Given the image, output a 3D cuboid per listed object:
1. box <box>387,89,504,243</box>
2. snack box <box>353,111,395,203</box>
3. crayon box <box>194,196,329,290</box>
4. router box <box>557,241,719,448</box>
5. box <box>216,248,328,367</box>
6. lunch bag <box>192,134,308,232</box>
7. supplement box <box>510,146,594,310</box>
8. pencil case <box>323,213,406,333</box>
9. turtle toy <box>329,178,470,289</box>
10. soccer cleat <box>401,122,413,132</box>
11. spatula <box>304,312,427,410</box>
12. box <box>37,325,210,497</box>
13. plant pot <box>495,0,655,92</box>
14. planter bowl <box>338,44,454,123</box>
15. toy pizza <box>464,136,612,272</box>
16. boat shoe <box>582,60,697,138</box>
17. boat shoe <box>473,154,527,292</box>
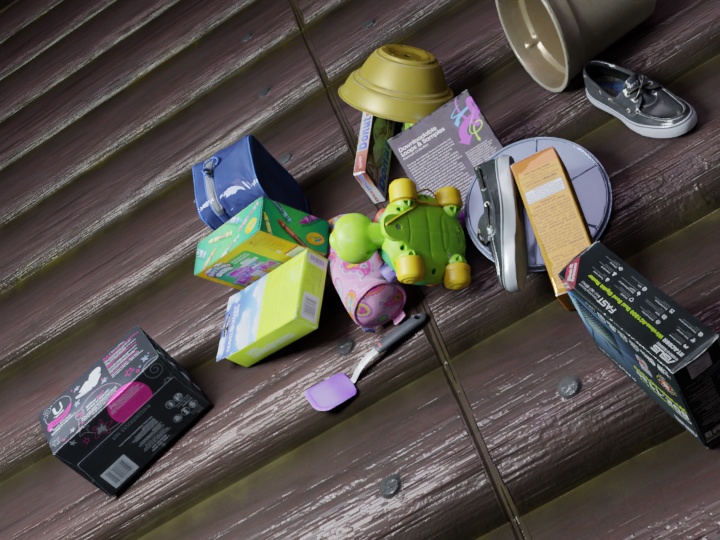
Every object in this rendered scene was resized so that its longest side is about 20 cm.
[{"bbox_3d":[0.145,-0.147,1.377,0.143,0.036,0.200,-31,67,9],"label":"box"},{"bbox_3d":[0.025,-0.206,1.549,0.024,0.072,0.200,-14,46,25],"label":"snack box"},{"bbox_3d":[-0.152,-0.032,1.427,0.200,0.119,0.058,-28,51,47],"label":"crayon box"},{"bbox_3d":[0.312,0.077,1.017,0.062,0.150,0.200,-39,40,-1],"label":"router box"},{"bbox_3d":[-0.131,0.061,1.394,0.200,0.048,0.122,-30,41,42],"label":"box"},{"bbox_3d":[-0.184,-0.109,1.517,0.132,0.200,0.136,-28,47,16],"label":"lunch bag"},{"bbox_3d":[0.255,-0.054,1.204,0.069,0.067,0.201,-25,59,17],"label":"supplement box"},{"bbox_3d":[0.000,0.000,1.371,0.087,0.087,0.200,-35,40,4],"label":"pencil case"},{"bbox_3d":[0.057,-0.041,1.276,0.101,0.199,0.146,-31,57,55],"label":"turtle toy"},{"bbox_3d":[0.122,-0.206,1.499,0.083,0.065,0.200,-17,37,-10],"label":"soccer cleat"},{"bbox_3d":[0.013,0.123,1.295,0.200,0.021,0.057,-40,39,-3],"label":"spatula"},{"bbox_3d":[-0.348,0.206,1.399,0.200,0.132,0.115,-43,37,-6],"label":"box"},{"bbox_3d":[0.333,-0.403,1.432,0.183,0.201,0.201,-30,40,-6],"label":"plant pot"},{"bbox_3d":[0.069,-0.309,1.518,0.200,0.084,0.201,9,29,-5],"label":"planter bowl"},{"bbox_3d":[0.240,-0.088,1.286,0.199,0.032,0.201,-7,66,17],"label":"toy pizza"},{"bbox_3d":[0.385,-0.249,1.328,0.070,0.066,0.200,-40,40,-1],"label":"boat shoe"},{"bbox_3d":[0.182,-0.059,1.243,0.056,0.069,0.201,-11,59,20],"label":"boat shoe"}]
